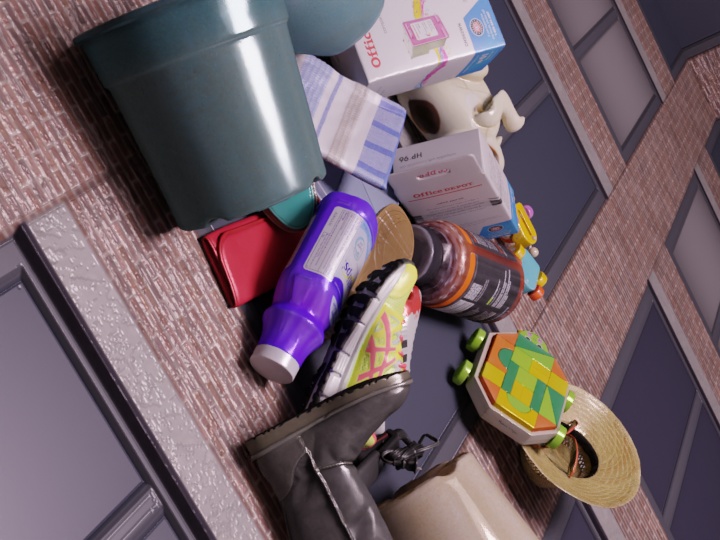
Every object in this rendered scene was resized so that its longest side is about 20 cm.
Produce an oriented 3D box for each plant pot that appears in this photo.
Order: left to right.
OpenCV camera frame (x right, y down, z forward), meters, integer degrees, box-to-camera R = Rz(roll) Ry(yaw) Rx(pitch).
[{"bbox_3d":[-0.133,-0.152,1.033,0.200,0.199,0.197,-40,114,-58],"label":"plant pot"},{"bbox_3d":[-0.051,-0.313,1.227,0.135,0.200,0.201,42,39,-32],"label":"plant pot"},{"bbox_3d":[0.099,0.291,1.120,0.184,0.200,0.200,58,30,7],"label":"plant pot"}]

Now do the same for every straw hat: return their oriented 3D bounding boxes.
[{"bbox_3d":[0.259,0.242,1.473,0.200,0.085,0.202,21,41,-20],"label":"straw hat"}]

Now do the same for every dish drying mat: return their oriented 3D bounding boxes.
[{"bbox_3d":[-0.090,-0.025,1.167,0.200,0.018,0.077,-30,97,-59],"label":"dish drying mat"}]

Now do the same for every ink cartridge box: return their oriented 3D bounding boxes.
[{"bbox_3d":[0.059,-0.307,1.413,0.199,0.085,0.145,-19,84,-19],"label":"ink cartridge box"},{"bbox_3d":[0.113,-0.106,1.394,0.200,0.115,0.068,49,33,-56],"label":"ink cartridge box"}]

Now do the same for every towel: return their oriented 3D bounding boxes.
[{"bbox_3d":[-0.043,-0.182,1.258,0.199,0.024,0.147,29,42,-11],"label":"towel"}]

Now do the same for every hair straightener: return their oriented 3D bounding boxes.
[{"bbox_3d":[0.029,0.201,1.159,0.200,0.077,0.041,-9,108,-63],"label":"hair straightener"}]

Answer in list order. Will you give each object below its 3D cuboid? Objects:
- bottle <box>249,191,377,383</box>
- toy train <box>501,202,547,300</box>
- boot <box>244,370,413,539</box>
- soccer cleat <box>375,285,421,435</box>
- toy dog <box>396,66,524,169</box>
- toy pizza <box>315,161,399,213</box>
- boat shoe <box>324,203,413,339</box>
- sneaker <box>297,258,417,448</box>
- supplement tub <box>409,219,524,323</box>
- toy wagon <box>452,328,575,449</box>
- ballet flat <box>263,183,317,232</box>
[{"bbox_3d":[-0.046,0.018,1.122,0.084,0.065,0.200,86,26,-56],"label":"bottle"},{"bbox_3d":[0.195,-0.047,1.596,0.150,0.055,0.201,14,58,-48],"label":"toy train"},{"bbox_3d":[0.004,0.212,1.037,0.201,0.181,0.073,63,2,5],"label":"boot"},{"bbox_3d":[0.026,0.093,1.234,0.085,0.068,0.200,62,33,-27],"label":"soccer cleat"},{"bbox_3d":[0.130,-0.198,1.507,0.193,0.139,0.201,-3,73,-40],"label":"toy dog"},{"bbox_3d":[-0.023,-0.130,1.324,0.200,0.032,0.201,35,43,-40],"label":"toy pizza"},{"bbox_3d":[0.000,0.000,1.240,0.074,0.069,0.200,55,38,-22],"label":"boat shoe"},{"bbox_3d":[0.015,0.085,1.119,0.090,0.078,0.201,27,87,-13],"label":"sneaker"},{"bbox_3d":[0.112,-0.001,1.379,0.200,0.107,0.107,19,55,-52],"label":"supplement tub"},{"bbox_3d":[0.203,0.133,1.438,0.155,0.040,0.200,34,39,-4],"label":"toy wagon"},{"bbox_3d":[-0.107,-0.131,1.167,0.201,0.067,0.064,60,-13,-12],"label":"ballet flat"}]
